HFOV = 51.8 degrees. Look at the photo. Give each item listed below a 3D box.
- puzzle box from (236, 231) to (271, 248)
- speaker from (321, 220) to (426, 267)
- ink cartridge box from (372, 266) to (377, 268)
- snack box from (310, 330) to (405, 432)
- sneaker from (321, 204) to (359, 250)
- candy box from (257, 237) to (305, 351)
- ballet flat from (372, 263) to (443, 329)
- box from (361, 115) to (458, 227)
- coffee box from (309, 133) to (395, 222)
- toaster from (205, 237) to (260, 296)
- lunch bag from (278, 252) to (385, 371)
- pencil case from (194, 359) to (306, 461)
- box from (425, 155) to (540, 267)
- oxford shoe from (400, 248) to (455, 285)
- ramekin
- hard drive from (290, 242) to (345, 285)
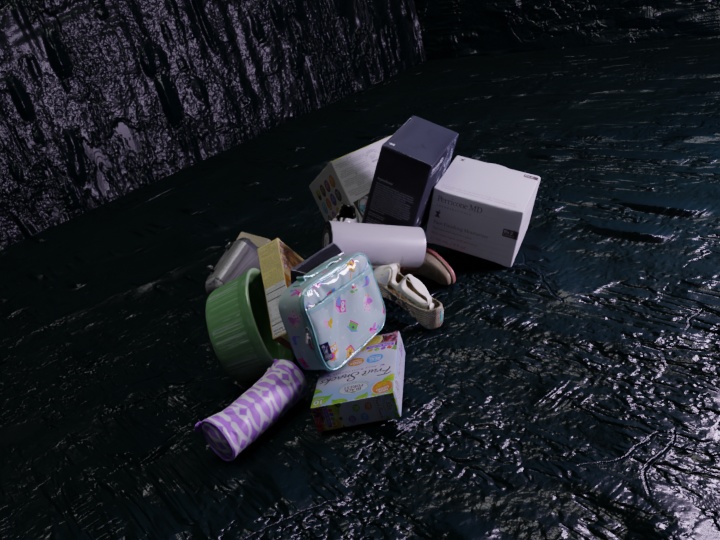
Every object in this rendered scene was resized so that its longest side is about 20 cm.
[{"bbox_3d":[-0.173,-0.015,1.657,0.132,0.199,0.026,15,70,51],"label":"puzzle box"},{"bbox_3d":[0.027,-0.049,1.442,0.195,0.083,0.081,3,17,-18],"label":"speaker"},{"bbox_3d":[0.000,0.000,1.526,0.197,0.049,0.145,-26,41,-28],"label":"ink cartridge box"},{"bbox_3d":[0.001,0.181,1.244,0.139,0.054,0.201,-14,22,12],"label":"snack box"},{"bbox_3d":[-0.048,-0.059,1.509,0.072,0.081,0.202,5,40,11],"label":"sneaker"},{"bbox_3d":[-0.134,0.053,1.423,0.054,0.115,0.204,-26,57,16],"label":"candy box"},{"bbox_3d":[0.079,0.032,1.398,0.198,0.076,0.067,35,50,26],"label":"ballet flat"},{"bbox_3d":[0.103,-0.187,1.555,0.115,0.204,0.197,23,35,12],"label":"box"},{"bbox_3d":[0.021,-0.181,1.789,0.197,0.201,0.199,-26,-1,-22],"label":"coffee box"},{"bbox_3d":[-0.236,0.040,1.587,0.130,0.200,0.113,-51,16,-23],"label":"toaster"},{"bbox_3d":[-0.045,0.066,1.264,0.076,0.164,0.199,-1,24,39],"label":"lunch bag"},{"bbox_3d":[-0.174,0.224,1.231,0.085,0.085,0.199,36,45,17],"label":"pencil case"},{"bbox_3d":[0.261,-0.132,1.581,0.195,0.133,0.200,17,33,16],"label":"box"},{"bbox_3d":[0.111,-0.009,1.557,0.198,0.072,0.075,28,56,38],"label":"oxford shoe"},{"bbox_3d":[-0.208,0.108,1.388,0.096,0.203,0.201,-20,21,10],"label":"ramekin"},{"bbox_3d":[-0.059,0.067,1.355,0.042,0.205,0.134,12,32,37],"label":"hard drive"}]
